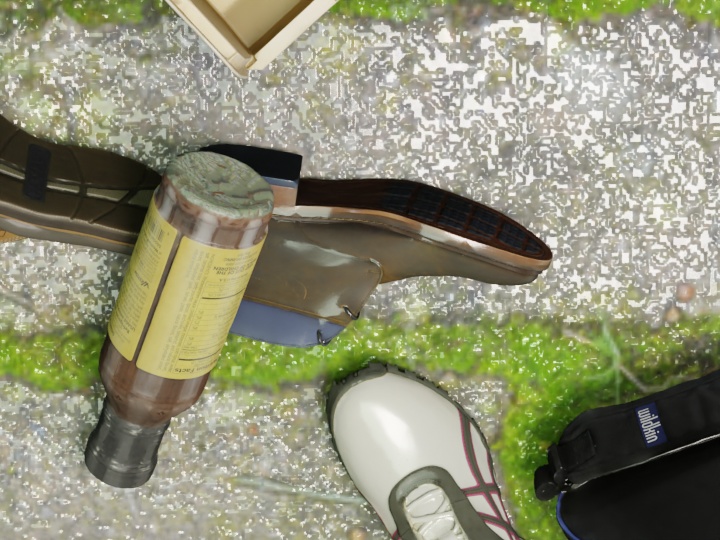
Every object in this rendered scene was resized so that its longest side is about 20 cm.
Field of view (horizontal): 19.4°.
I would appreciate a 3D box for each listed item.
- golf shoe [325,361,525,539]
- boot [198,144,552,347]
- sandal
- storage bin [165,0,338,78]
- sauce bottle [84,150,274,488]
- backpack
[{"bbox_3d":[0.052,0.140,1.169,0.077,0.088,0.200,-33,99,6],"label":"golf shoe"},{"bbox_3d":[0.000,0.000,1.155,0.199,0.075,0.097,15,110,5],"label":"boot"},{"bbox_3d":[-0.195,-0.046,1.141,0.199,0.082,0.055,17,134,-15],"label":"sandal"},{"bbox_3d":[-0.050,-0.234,1.083,0.200,0.094,0.199,-42,107,5],"label":"storage bin"},{"bbox_3d":[-0.104,0.031,1.128,0.064,0.065,0.201,21,123,-6],"label":"sauce bottle"},{"bbox_3d":[0.226,0.144,1.131,0.190,0.200,0.154,-35,131,-3],"label":"backpack"}]
